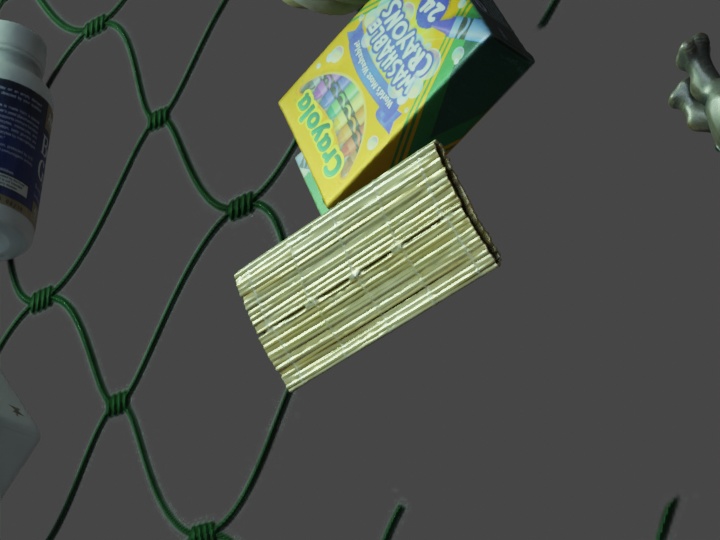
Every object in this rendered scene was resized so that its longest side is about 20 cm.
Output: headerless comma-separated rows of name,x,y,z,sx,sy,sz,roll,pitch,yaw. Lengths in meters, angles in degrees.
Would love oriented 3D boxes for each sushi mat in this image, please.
sushi mat,0.000,0.000,1.178,0.200,0.012,0.096,-32,79,33

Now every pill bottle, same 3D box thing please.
pill bottle,-0.335,-0.119,1.560,0.111,0.111,0.201,-19,57,40

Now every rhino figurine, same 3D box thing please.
rhino figurine,0.261,-0.136,0.958,0.200,0.060,0.088,-45,57,19

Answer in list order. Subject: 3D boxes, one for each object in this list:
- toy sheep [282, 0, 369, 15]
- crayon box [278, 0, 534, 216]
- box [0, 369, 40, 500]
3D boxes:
toy sheep,-0.007,-0.263,1.267,0.200,0.137,0.139,-50,38,45
crayon box,0.018,-0.120,1.223,0.200,0.051,0.126,-47,42,20
box,-0.414,0.127,1.446,0.172,0.198,0.200,-55,40,9
